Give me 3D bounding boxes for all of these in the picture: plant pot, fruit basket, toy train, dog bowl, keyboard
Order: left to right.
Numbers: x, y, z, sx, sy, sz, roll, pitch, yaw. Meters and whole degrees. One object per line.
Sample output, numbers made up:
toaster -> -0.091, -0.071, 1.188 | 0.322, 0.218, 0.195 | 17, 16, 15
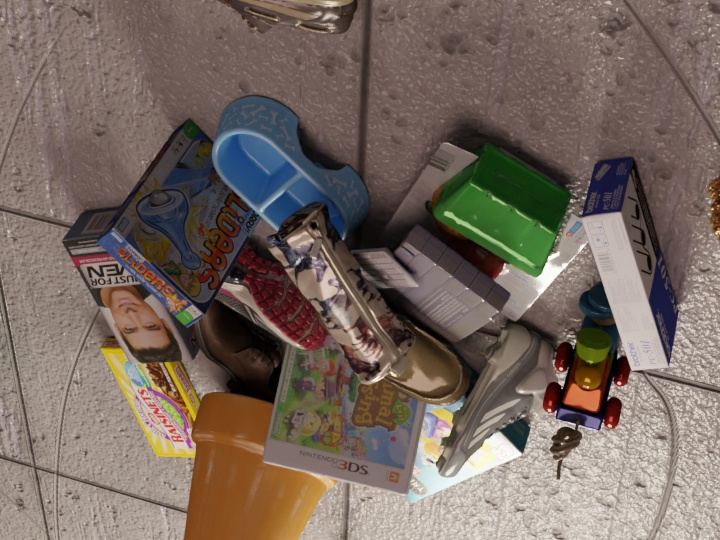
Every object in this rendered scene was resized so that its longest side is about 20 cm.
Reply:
plant pot -> -0.135, 0.276, 1.713 | 0.197, 0.186, 0.201 | 17, 161, 6
dog bowl -> -0.081, -0.100, 1.508 | 0.200, 0.050, 0.111 | 42, 132, -15
keyboard -> 0.000, 0.000, 1.521 | 0.056, 0.011, 0.199 | 50, 160, -17
fruit basket -> 0.132, -0.042, 1.457 | 0.184, 0.094, 0.200 | 30, 150, -3
toy train -> 0.240, 0.114, 1.452 | 0.083, 0.201, 0.117 | 13, 129, 12

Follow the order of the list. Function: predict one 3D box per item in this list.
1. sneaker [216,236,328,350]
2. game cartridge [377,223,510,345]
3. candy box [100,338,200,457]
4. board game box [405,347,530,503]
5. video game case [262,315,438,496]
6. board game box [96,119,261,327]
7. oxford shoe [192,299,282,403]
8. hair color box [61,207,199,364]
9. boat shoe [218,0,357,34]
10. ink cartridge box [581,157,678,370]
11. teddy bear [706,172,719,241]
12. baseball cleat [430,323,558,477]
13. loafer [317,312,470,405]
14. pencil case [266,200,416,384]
sneaker -> -0.121, 0.023, 1.615 | 0.199, 0.081, 0.075 | 39, 147, 6
game cartridge -> 0.081, 0.019, 1.490 | 0.129, 0.039, 0.200 | 33, 162, -4
candy box -> -0.266, 0.172, 1.840 | 0.101, 0.027, 0.202 | -1, 128, 28
board game box -> 0.086, 0.196, 1.692 | 0.151, 0.047, 0.199 | 44, 131, -16
video game case -> -0.010, 0.145, 1.610 | 0.179, 0.203, 0.022 | 11, 173, 14
board game box -> -0.187, -0.054, 1.488 | 0.135, 0.201, 0.034 | 44, 132, -18
oxford shoe -> -0.142, 0.090, 1.689 | 0.083, 0.073, 0.201 | -8, 137, 25
hair color box -> -0.274, 0.021, 1.688 | 0.098, 0.061, 0.202 | -5, 127, 26
boat shoe -> -0.098, -0.270, 1.352 | 0.197, 0.075, 0.074 | 13, 133, 14
ink cartridge box -> 0.278, -0.005, 1.403 | 0.044, 0.095, 0.202 | -7, 125, 26
teddy bear -> 0.432, -0.076, 1.306 | 0.199, 0.067, 0.145 | -32, 121, 32
baseball cleat -> 0.163, 0.164, 1.573 | 0.105, 0.070, 0.202 | 24, 107, -5
loafer -> 0.033, 0.088, 1.553 | 0.198, 0.077, 0.067 | 30, 180, 7
pencil case -> -0.018, 0.025, 1.467 | 0.201, 0.077, 0.089 | 56, 173, -8
